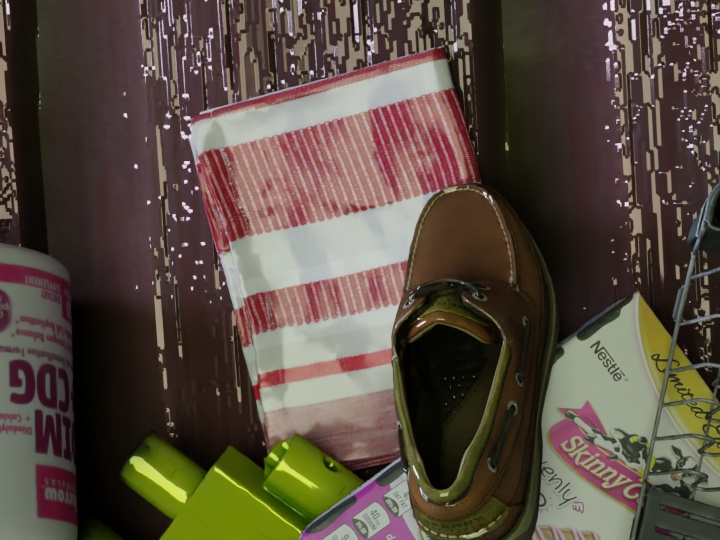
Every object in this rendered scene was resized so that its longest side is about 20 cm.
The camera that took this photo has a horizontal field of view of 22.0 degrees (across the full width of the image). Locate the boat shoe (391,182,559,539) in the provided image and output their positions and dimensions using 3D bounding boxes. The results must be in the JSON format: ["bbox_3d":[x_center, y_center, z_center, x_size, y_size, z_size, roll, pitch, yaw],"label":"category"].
[{"bbox_3d":[0.051,0.032,0.843,0.072,0.068,0.200,-14,52,15],"label":"boat shoe"}]

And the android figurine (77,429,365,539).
[{"bbox_3d":[-0.053,0.174,0.954,0.200,0.041,0.182,35,109,0],"label":"android figurine"}]

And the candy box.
[{"bbox_3d":[0.089,0.122,0.887,0.200,0.061,0.136,-36,86,-3],"label":"candy box"}]

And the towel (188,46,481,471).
[{"bbox_3d":[0.000,0.000,0.945,0.144,0.023,0.200,-14,92,14],"label":"towel"}]

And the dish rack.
[{"bbox_3d":[0.204,0.072,0.840,0.153,0.055,0.200,16,76,-6],"label":"dish rack"}]

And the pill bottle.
[{"bbox_3d":[-0.199,0.095,0.928,0.113,0.113,0.200,-8,74,14],"label":"pill bottle"}]
